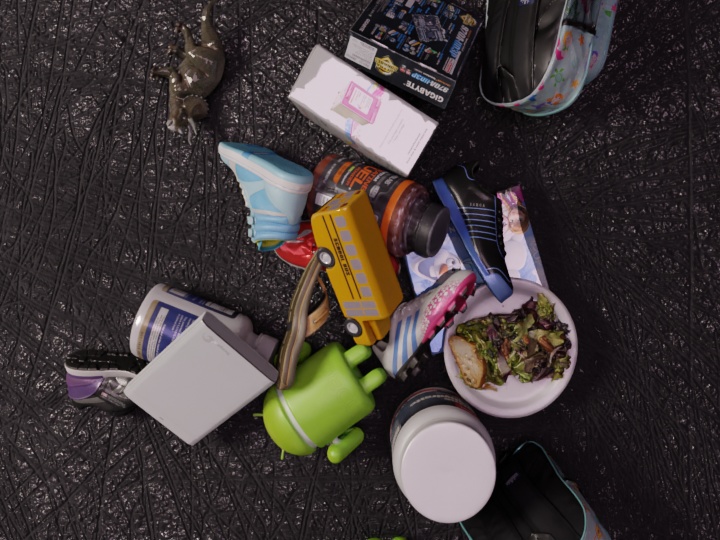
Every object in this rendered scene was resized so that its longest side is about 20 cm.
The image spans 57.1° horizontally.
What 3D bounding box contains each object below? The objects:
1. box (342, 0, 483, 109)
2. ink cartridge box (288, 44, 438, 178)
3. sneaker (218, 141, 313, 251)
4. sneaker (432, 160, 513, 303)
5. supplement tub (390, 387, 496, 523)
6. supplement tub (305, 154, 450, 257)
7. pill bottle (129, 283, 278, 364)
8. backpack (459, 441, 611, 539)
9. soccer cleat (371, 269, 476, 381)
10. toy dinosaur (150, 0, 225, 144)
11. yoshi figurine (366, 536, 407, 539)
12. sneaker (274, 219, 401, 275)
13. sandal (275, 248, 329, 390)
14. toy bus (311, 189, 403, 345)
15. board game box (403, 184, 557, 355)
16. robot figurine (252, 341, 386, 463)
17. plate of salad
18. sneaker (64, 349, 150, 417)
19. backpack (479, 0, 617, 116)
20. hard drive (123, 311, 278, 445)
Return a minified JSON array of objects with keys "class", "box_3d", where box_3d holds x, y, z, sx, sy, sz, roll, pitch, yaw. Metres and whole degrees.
[{"class":"box","box_3d":[0.079,-0.327,0.928,0.156,0.046,0.202,25,47,0]},{"class":"ink cartridge box","box_3d":[0.005,-0.218,0.942,0.198,0.145,0.086,34,94,0]},{"class":"sneaker","box_3d":[-0.152,-0.105,0.958,0.078,0.199,0.134,-5,117,-41]},{"class":"sneaker","box_3d":[0.176,-0.059,0.929,0.077,0.070,0.204,-28,80,7]},{"class":"supplement tub","box_3d":[0.111,0.249,0.918,0.136,0.200,0.145,0,91,1]},{"class":"supplement tub","box_3d":[0.026,-0.086,0.933,0.196,0.107,0.109,22,91,23]},{"class":"pill bottle","box_3d":[-0.224,0.105,0.967,0.195,0.111,0.114,21,91,1]},{"class":"backpack","box_3d":[0.248,0.371,0.918,0.175,0.200,0.154,-38,106,0]},{"class":"soccer cleat","box_3d":[0.084,0.065,0.941,0.086,0.069,0.202,43,114,23]},{"class":"toy dinosaur","box_3d":[-0.248,-0.301,0.993,0.101,0.077,0.204,28,86,-11]},{"class":"yoshi figurine","box_3d":[-0.010,0.463,0.972,0.200,0.112,0.113,-44,83,-2]},{"class":"sneaker","box_3d":[-0.034,-0.030,0.975,0.194,0.085,0.079,12,90,1]},{"class":"sandal","box_3d":[-0.073,0.069,0.923,0.053,0.080,0.206,15,82,-13]},{"class":"toy bus","box_3d":[0.000,0.000,0.890,0.077,0.065,0.204,-6,116,35]},{"class":"board game box","box_3d":[0.170,-0.001,0.992,0.195,0.043,0.204,-17,91,2]},{"class":"robot figurine","box_3d":[-0.057,0.186,0.962,0.198,0.116,0.178,-35,84,2]},{"class":"plate of salad","box_3d":[0.218,0.114,0.951,0.194,0.048,0.206,0,94,1]},{"class":"sneaker","box_3d":[-0.343,0.178,1.002,0.194,0.076,0.090,7,111,1]},{"class":"backpack","box_3d":[0.252,-0.320,0.920,0.147,0.176,0.206,11,92,-29]},{"class":"hard drive","box_3d":[-0.223,0.155,0.915,0.132,0.027,0.199,42,121,-17]}]
